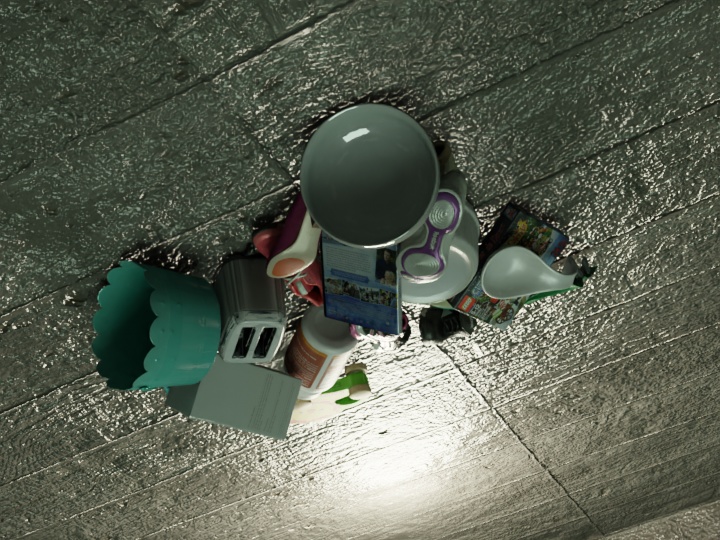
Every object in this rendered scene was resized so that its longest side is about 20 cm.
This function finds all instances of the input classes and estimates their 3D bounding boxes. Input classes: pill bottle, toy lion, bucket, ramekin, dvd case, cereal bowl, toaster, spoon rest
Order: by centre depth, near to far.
[{"bbox_3d":[0.018,-0.126,1.334,0.198,0.203,0.083,-19,169,10],"label":"cereal bowl"},{"bbox_3d":[0.000,0.000,1.510,0.141,0.018,0.202,13,122,26],"label":"dvd case"},{"bbox_3d":[-0.325,0.092,1.521,0.134,0.209,0.207,9,141,-42],"label":"bucket"},{"bbox_3d":[0.103,-0.029,1.552,0.199,0.095,0.204,-3,141,-3],"label":"ramekin"},{"bbox_3d":[-0.183,0.066,1.586,0.112,0.130,0.201,2,143,-21],"label":"toaster"},{"bbox_3d":[0.286,0.003,1.589,0.198,0.061,0.100,0,120,-29],"label":"spoon rest"},{"bbox_3d":[-0.080,0.154,1.762,0.111,0.113,0.201,3,143,-21],"label":"pill bottle"},{"bbox_3d":[-0.078,0.269,1.982,0.197,0.069,0.192,-10,153,-5],"label":"toy lion"}]

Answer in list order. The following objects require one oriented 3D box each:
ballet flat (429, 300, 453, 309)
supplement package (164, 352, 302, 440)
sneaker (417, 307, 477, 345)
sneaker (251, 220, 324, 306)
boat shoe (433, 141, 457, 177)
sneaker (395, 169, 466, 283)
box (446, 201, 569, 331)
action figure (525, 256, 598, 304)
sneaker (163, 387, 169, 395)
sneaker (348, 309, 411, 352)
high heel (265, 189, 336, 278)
[{"bbox_3d":[0.117,0.029,1.694,0.197,0.070,0.070,1,144,-19],"label":"ballet flat"},{"bbox_3d":[-0.225,0.217,1.698,0.198,0.118,0.117,22,173,-33],"label":"supplement package"},{"bbox_3d":[0.163,0.093,1.728,0.089,0.067,0.200,-8,179,20],"label":"sneaker"},{"bbox_3d":[-0.102,-0.008,1.544,0.073,0.088,0.200,-26,143,19],"label":"sneaker"},{"bbox_3d":[0.048,-0.134,1.431,0.198,0.073,0.065,-24,141,5],"label":"boat shoe"},{"bbox_3d":[0.114,-0.062,1.416,0.074,0.100,0.201,25,133,0],"label":"sneaker"},{"bbox_3d":[0.251,-0.003,1.630,0.136,0.038,0.201,22,107,-37],"label":"box"},{"bbox_3d":[0.329,0.031,1.752,0.199,0.055,0.118,-26,176,40],"label":"action figure"},{"bbox_3d":[-0.345,0.162,1.717,0.076,0.080,0.201,-10,145,-3],"label":"sneaker"},{"bbox_3d":[0.055,0.103,1.715,0.085,0.082,0.199,-7,170,25],"label":"sneaker"},{"bbox_3d":[-0.092,-0.070,1.456,0.067,0.097,0.200,14,140,-33],"label":"high heel"}]
